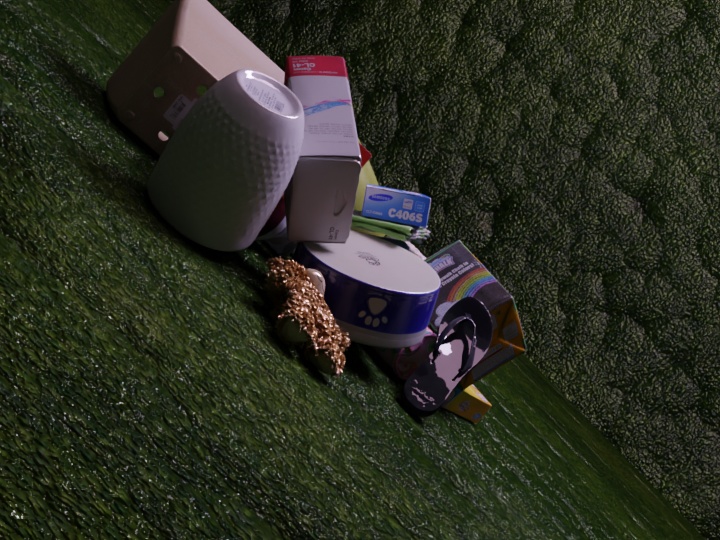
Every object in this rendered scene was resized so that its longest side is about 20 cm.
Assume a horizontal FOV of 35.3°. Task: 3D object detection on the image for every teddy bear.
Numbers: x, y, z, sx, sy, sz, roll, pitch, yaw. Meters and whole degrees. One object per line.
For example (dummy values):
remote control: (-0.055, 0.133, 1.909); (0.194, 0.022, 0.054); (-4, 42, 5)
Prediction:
teddy bear: (-0.061, 0.047, 1.322); (0.145, 0.067, 0.200); (45, 7, -8)

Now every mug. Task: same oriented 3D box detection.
mug: (-0.139, -0.147, 1.339); (0.147, 0.176, 0.200); (36, 28, 0)

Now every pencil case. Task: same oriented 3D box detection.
pencil case: (0.035, 0.068, 1.647); (0.087, 0.088, 0.200); (35, 12, -48)

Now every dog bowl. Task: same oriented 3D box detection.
dog bowl: (0.003, 0.019, 1.483); (0.197, 0.080, 0.201); (17, 19, -6)

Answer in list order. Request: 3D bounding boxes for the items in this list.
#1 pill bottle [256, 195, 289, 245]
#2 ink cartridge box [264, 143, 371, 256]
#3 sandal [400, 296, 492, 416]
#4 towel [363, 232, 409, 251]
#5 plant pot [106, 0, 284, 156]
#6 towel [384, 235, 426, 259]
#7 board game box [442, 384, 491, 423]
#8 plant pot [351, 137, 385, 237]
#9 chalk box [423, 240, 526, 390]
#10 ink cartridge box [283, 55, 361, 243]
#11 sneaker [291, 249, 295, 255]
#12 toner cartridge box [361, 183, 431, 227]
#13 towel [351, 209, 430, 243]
pill bottle: (-0.155, -0.111, 1.534); (0.113, 0.113, 0.199); (48, 9, 37)
ink cartridge box: (-0.105, -0.148, 1.680); (0.160, 0.200, 0.047); (44, 9, 13)
sandal: (0.125, 0.113, 1.525); (0.075, 0.201, 0.043); (30, -35, 6)
towel: (0.000, 0.000, 1.640); (0.144, 0.022, 0.201); (14, 32, -4)
plant pot: (-0.241, -0.246, 1.597); (0.200, 0.200, 0.178); (41, 16, -16)
towel: (0.084, 0.042, 1.905); (0.200, 0.133, 0.034); (45, 12, 14)
board game box: (0.109, 0.154, 1.753); (0.153, 0.040, 0.200); (48, 8, 31)
plant pot: (-0.044, -0.123, 1.844); (0.201, 0.186, 0.187); (53, 5, -9)
chalk box: (0.138, 0.054, 1.698); (0.200, 0.124, 0.125); (51, -13, 46)
ink cartridge box: (-0.056, -0.157, 1.456); (0.084, 0.149, 0.202); (2, 46, -9)
sneaker: (-0.054, -0.017, 1.788); (0.201, 0.070, 0.080); (49, -3, -4)
toner cartridge box: (0.050, -0.096, 1.654); (0.093, 0.044, 0.200); (10, 5, -1)
towel: (0.017, -0.064, 1.646); (0.147, 0.031, 0.200); (12, 5, 11)
